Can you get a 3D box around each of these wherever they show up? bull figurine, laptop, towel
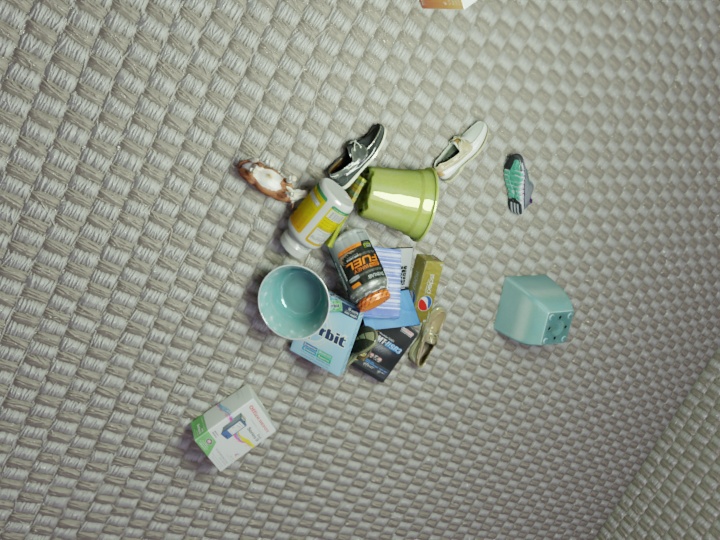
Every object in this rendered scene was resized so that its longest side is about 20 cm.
[{"bbox_3d":[-0.211,-0.217,1.435,0.196,0.120,0.067,24,77,-26],"label":"bull figurine"},{"bbox_3d":[0.087,0.050,1.690,0.182,0.116,0.206,-4,113,-25],"label":"laptop"},{"bbox_3d":[-0.049,-0.164,1.549,0.018,0.086,0.204,24,100,-28],"label":"towel"},{"bbox_3d":[0.056,0.033,1.660,0.141,0.024,0.207,6,81,-25],"label":"towel"}]

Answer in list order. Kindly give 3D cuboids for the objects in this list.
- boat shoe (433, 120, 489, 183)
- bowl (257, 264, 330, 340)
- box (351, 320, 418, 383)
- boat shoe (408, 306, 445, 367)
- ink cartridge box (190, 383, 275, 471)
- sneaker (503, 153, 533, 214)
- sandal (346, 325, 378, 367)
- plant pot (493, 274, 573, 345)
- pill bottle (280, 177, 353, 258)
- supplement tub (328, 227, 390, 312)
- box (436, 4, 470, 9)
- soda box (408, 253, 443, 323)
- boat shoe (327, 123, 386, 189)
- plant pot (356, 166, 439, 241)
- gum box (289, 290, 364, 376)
[{"bbox_3d":[0.288,-0.347,1.644,0.068,0.075,0.202,34,95,-38],"label":"boat shoe"},{"bbox_3d":[-0.168,0.072,1.555,0.194,0.105,0.208,2,103,8],"label":"bowl"},{"bbox_3d":[0.054,0.221,1.788,0.198,0.050,0.200,35,95,-33],"label":"box"},{"bbox_3d":[0.225,0.216,1.858,0.071,0.065,0.204,23,100,-32],"label":"boat shoe"},{"bbox_3d":[-0.363,0.449,1.656,0.197,0.087,0.148,-34,121,-12],"label":"ink cartridge box"},{"bbox_3d":[0.498,-0.280,1.789,0.087,0.074,0.204,-33,132,-25],"label":"sneaker"},{"bbox_3d":[-0.001,0.223,1.654,0.056,0.082,0.201,18,142,-22],"label":"sandal"},{"bbox_3d":[0.597,0.147,1.933,0.191,0.200,0.202,-2,112,-25],"label":"plant pot"},{"bbox_3d":[-0.118,-0.129,1.497,0.111,0.114,0.200,30,115,-32],"label":"pill bottle"},{"bbox_3d":[0.000,0.000,1.566,0.120,0.123,0.204,-22,76,-15],"label":"supplement tub"},{"bbox_3d":[0.207,-0.720,1.370,0.105,0.200,0.154,-36,122,-8],"label":"box"},{"bbox_3d":[0.191,0.056,1.774,0.066,0.064,0.206,3,109,-26],"label":"soda box"},{"bbox_3d":[-0.007,-0.309,1.516,0.201,0.072,0.067,-49,127,2],"label":"boat shoe"},{"bbox_3d":[0.089,-0.196,1.559,0.179,0.201,0.206,10,108,-16],"label":"plant pot"},{"bbox_3d":[-0.095,0.167,1.630,0.044,0.166,0.205,-16,129,-68],"label":"gum box"}]
